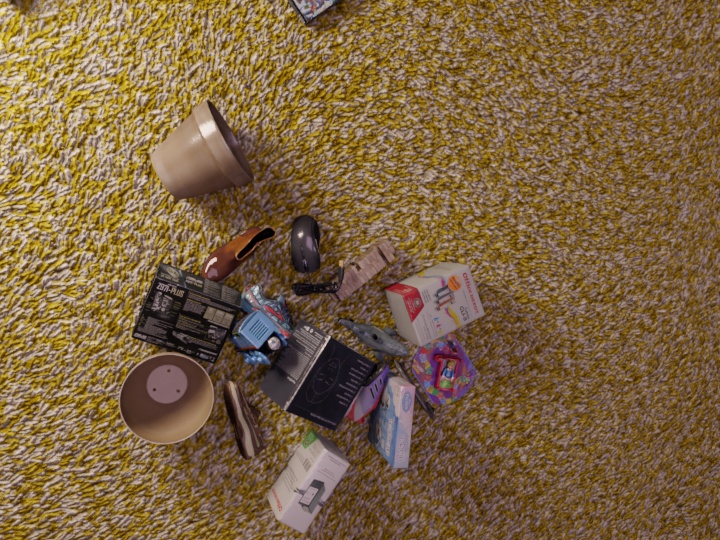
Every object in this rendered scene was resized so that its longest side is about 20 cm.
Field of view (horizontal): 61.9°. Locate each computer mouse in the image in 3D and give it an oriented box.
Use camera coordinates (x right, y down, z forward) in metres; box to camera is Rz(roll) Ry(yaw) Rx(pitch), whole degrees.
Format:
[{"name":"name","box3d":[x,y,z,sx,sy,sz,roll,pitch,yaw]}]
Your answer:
[{"name":"computer mouse","box3d":[-0.109,-0.035,1.469,0.139,0.046,0.202,2,94,14]}]

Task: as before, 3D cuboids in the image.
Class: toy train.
[{"name":"toy train","box3d":[-0.247,0.157,1.395,0.114,0.200,0.087,48,65,-12]}]

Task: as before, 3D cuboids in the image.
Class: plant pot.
[{"name":"plant pot","box3d":[-0.442,0.275,1.371,0.199,0.134,0.202,-2,96,-19]},{"name":"plant pot","box3d":[-0.360,-0.248,1.341,0.173,0.200,0.201,-29,104,3]}]

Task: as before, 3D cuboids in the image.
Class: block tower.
[{"name":"block tower","box3d":[0.000,0.000,1.537,0.200,0.058,0.054,-39,104,-10]}]

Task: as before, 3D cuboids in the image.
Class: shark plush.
[{"name":"shark plush","box3d":[0.036,0.161,1.547,0.200,0.083,0.091,42,82,-17]}]

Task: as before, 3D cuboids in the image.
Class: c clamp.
[{"name":"c clamp","box3d":[0.141,0.313,1.576,0.027,0.171,0.201,-33,93,3]}]

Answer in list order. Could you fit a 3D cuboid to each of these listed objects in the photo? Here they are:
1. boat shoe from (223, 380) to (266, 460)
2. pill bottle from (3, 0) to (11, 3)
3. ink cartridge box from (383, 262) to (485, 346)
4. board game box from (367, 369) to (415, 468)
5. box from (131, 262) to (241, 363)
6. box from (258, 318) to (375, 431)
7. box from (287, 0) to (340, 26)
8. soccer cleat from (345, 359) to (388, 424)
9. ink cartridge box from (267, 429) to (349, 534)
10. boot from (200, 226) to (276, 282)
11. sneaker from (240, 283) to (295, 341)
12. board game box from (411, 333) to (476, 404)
[{"name":"boat shoe","box3d":[-0.279,0.357,1.474,0.075,0.075,0.204,-19,107,-30]},{"name":"pill bottle","box3d":[-0.697,-0.654,1.216,0.114,0.114,0.201,34,84,-18]},{"name":"ink cartridge box","box3d":[0.191,0.082,1.561,0.199,0.145,0.146,-24,101,-16]},{"name":"board game box","box3d":[0.075,0.365,1.518,0.043,0.199,0.201,4,93,-18]},{"name":"box","box3d":[-0.395,0.099,1.372,0.199,0.086,0.164,21,109,-19]},{"name":"box","box3d":[-0.102,0.254,1.453,0.200,0.124,0.197,38,80,-45]},{"name":"box","box3d":[-0.136,-0.714,1.437,0.137,0.040,0.200,-40,105,-12]},{"name":"soccer cleat","box3d":[0.026,0.310,1.530,0.073,0.068,0.200,33,114,-5]},{"name":"ink cartridge box","box3d":[-0.132,0.520,1.491,0.084,0.146,0.201,37,84,-19]},{"name":"boot","box3d":[-0.279,-0.029,1.364,0.188,0.200,0.069,-35,105,-12]},{"name":"sneaker","box3d":[-0.200,0.107,1.468,0.200,0.079,0.096,38,81,-18]},{"name":"board game box","box3d":[0.237,0.276,1.647,0.158,0.039,0.201,-36,104,-12]}]
